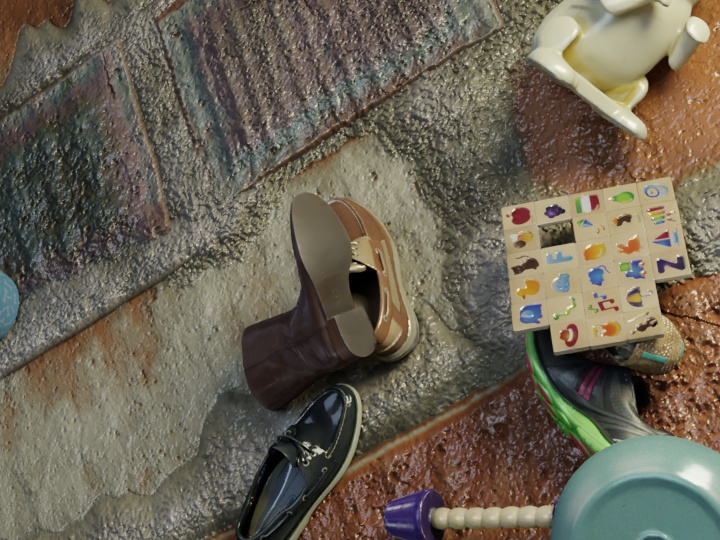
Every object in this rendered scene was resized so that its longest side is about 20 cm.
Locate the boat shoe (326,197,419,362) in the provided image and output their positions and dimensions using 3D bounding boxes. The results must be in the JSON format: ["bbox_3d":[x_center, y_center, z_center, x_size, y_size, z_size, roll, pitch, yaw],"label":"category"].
[{"bbox_3d":[0.000,0.000,1.653,0.076,0.072,0.200,-37,57,17],"label":"boat shoe"}]

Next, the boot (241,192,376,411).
[{"bbox_3d":[-0.076,0.037,1.643,0.200,0.064,0.187,-32,71,53],"label":"boot"}]

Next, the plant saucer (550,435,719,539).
[{"bbox_3d":[0.258,0.245,1.374,0.200,0.036,0.200,1,94,22],"label":"plant saucer"}]

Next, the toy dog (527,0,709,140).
[{"bbox_3d":[0.267,-0.253,1.547,0.200,0.140,0.194,-53,17,8],"label":"toy dog"}]

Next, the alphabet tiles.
[{"bbox_3d":[0.220,-0.004,1.475,0.167,0.008,0.200,-10,45,10],"label":"alphabet tiles"}]

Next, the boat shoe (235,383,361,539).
[{"bbox_3d":[-0.069,0.202,1.630,0.074,0.066,0.199,36,94,37],"label":"boat shoe"}]

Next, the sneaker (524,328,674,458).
[{"bbox_3d":[0.221,0.119,1.478,0.084,0.077,0.200,-33,56,-7],"label":"sneaker"}]

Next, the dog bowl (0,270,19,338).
[{"bbox_3d":[-0.508,0.061,1.978,0.200,0.050,0.112,-28,60,23],"label":"dog bowl"}]

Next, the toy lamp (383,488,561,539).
[{"bbox_3d":[0.115,0.235,1.506,0.200,0.058,0.058,-5,71,29],"label":"toy lamp"}]

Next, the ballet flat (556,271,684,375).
[{"bbox_3d":[0.219,0.030,1.484,0.200,0.065,0.071,37,112,47],"label":"ballet flat"}]
